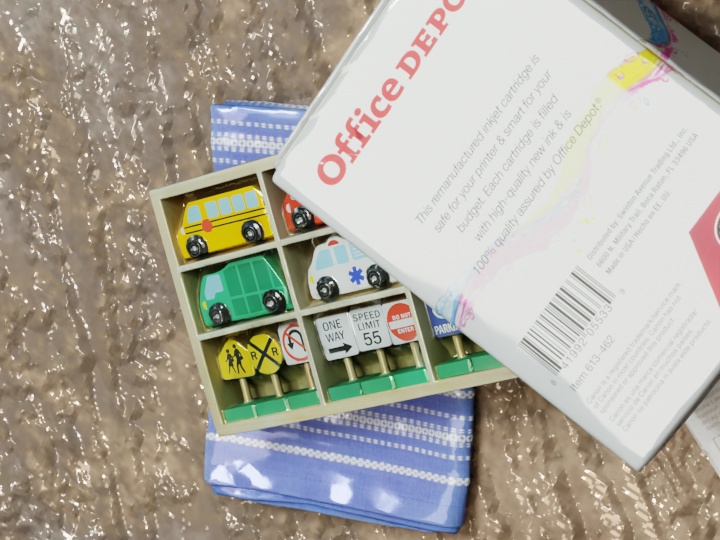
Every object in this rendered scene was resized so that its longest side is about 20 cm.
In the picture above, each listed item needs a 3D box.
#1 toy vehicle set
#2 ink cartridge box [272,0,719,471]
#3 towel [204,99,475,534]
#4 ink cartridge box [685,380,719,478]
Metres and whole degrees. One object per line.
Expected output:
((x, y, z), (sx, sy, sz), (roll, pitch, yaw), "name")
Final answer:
((0.000, 0.000, 1.234), (0.200, 0.026, 0.124), (-14, 94, 36), "toy vehicle set")
((0.088, -0.041, 1.109), (0.200, 0.083, 0.146), (39, 111, 8), "ink cartridge box")
((-0.012, 0.023, 1.284), (0.145, 0.024, 0.200), (9, 106, 26), "towel")
((0.199, 0.011, 1.155), (0.161, 0.050, 0.200), (-35, 87, 30), "ink cartridge box")
